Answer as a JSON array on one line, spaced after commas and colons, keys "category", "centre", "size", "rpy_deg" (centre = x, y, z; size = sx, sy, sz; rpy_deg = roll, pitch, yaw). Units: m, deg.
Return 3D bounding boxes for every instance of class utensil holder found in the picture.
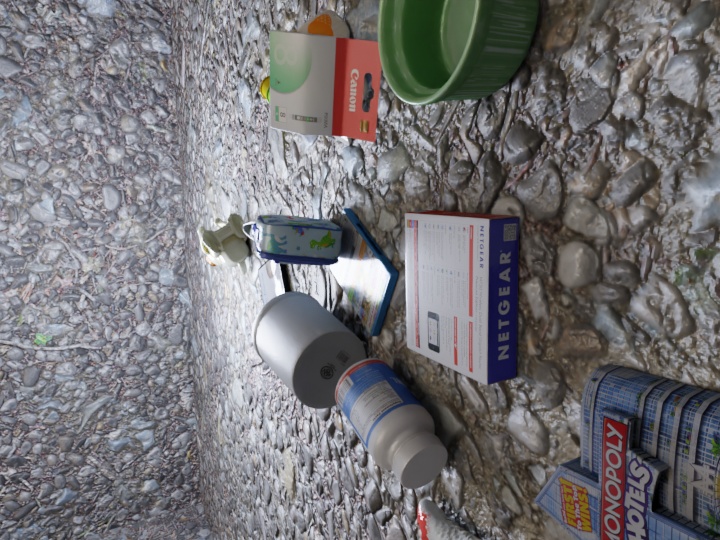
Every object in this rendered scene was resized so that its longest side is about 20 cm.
[{"category": "utensil holder", "centre": [-0.103, 0.154, 1.056], "size": [0.200, 0.168, 0.172], "rpy_deg": [32, 123, 55]}]

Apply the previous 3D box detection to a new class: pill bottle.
[{"category": "pill bottle", "centre": [0.047, 0.238, 0.842], "size": [0.200, 0.111, 0.113], "rpy_deg": [45, 134, 50]}]

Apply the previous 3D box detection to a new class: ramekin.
[{"category": "ramekin", "centre": [0.110, -0.294, 0.618], "size": [0.199, 0.097, 0.203], "rpy_deg": [22, 115, 59]}]

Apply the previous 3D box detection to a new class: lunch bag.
[{"category": "lunch bag", "centre": [-0.126, -0.061, 1.027], "size": [0.200, 0.159, 0.084], "rpy_deg": [-145, 61, -72]}]

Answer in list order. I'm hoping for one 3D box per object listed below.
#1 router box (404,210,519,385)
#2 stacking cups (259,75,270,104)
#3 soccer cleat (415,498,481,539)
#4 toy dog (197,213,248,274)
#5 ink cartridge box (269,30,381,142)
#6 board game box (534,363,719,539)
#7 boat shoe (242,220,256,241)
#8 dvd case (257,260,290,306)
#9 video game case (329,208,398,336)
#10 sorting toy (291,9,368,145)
[{"category": "router box", "centre": [0.127, 0.026, 0.708], "size": [0.179, 0.048, 0.203], "rpy_deg": [17, 111, 61]}, {"category": "stacking cups", "centre": [-0.163, -0.361, 1.173], "size": [0.201, 0.060, 0.061], "rpy_deg": [56, 142, 41]}, {"category": "soccer cleat", "centre": [0.144, 0.390, 0.746], "size": [0.086, 0.068, 0.200], "rpy_deg": [-59, 30, 15]}, {"category": "toy dog", "centre": [-0.425, -0.076, 1.693], "size": [0.194, 0.140, 0.199], "rpy_deg": [50, 156, -16]}, {"category": "ink cartridge box", "centre": [-0.064, -0.306, 0.896], "size": [0.198, 0.050, 0.163], "rpy_deg": [19, 119, 28]}, {"category": "board game box", "centre": [0.252, 0.199, 0.491], "size": [0.199, 0.061, 0.203], "rpy_deg": [8, 103, 61]}, {"category": "boat shoe", "centre": [-0.255, -0.096, 1.401], "size": [0.199, 0.066, 0.075], "rpy_deg": [10, 105, 62]}, {"category": "dvd case", "centre": [-0.234, 0.040, 1.442], "size": [0.200, 0.017, 0.144], "rpy_deg": [-30, 70, 61]}, {"category": "video game case", "centre": [0.000, 0.000, 0.982], "size": [0.201, 0.018, 0.144], "rpy_deg": [56, 142, 42]}, {"category": "sorting toy", "centre": [-0.059, -0.326, 0.969], "size": [0.180, 0.106, 0.201], "rpy_deg": [47, 139, 21]}]
